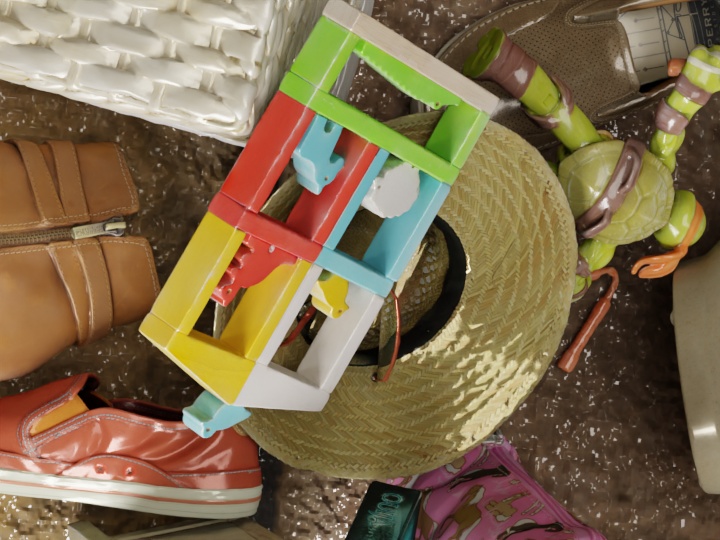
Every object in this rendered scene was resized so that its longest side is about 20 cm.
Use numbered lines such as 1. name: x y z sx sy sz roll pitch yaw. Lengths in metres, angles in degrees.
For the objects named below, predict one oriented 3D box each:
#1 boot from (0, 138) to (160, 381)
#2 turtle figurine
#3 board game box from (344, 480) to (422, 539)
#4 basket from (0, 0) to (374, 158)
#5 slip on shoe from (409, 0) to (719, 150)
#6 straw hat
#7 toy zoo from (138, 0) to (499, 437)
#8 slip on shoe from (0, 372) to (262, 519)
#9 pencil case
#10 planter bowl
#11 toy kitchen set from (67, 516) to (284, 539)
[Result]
1. boot: -0.186 -0.047 1.379 0.154 0.077 0.201 -16 84 -23
2. turtle figurine: 0.110 -0.041 1.433 0.161 0.065 0.200 26 117 -17
3. board game box: -0.009 0.219 1.364 0.028 0.135 0.201 11 112 8
4. basket: -0.098 -0.170 1.314 0.199 0.161 0.199 16 94 13
5. slip on shoe: 0.122 -0.108 1.469 0.199 0.061 0.077 -15 96 -15
6. straw hat: 0.000 0.000 1.396 0.200 0.085 0.202 -12 115 -27
7. toy zoo: -0.023 -0.013 1.285 0.131 0.020 0.201 26 95 -56
8. slip on shoe: -0.143 0.078 1.375 0.199 0.074 0.062 6 94 7
9. pencil case: 0.072 0.142 1.391 0.082 0.200 0.087 -22 110 -9
10. planter bowl: 0.231 0.046 1.453 0.134 0.200 0.202 -7 94 11
11. toy kitchen set: -0.113 0.229 1.353 0.162 0.180 0.201 -10 96 -14
